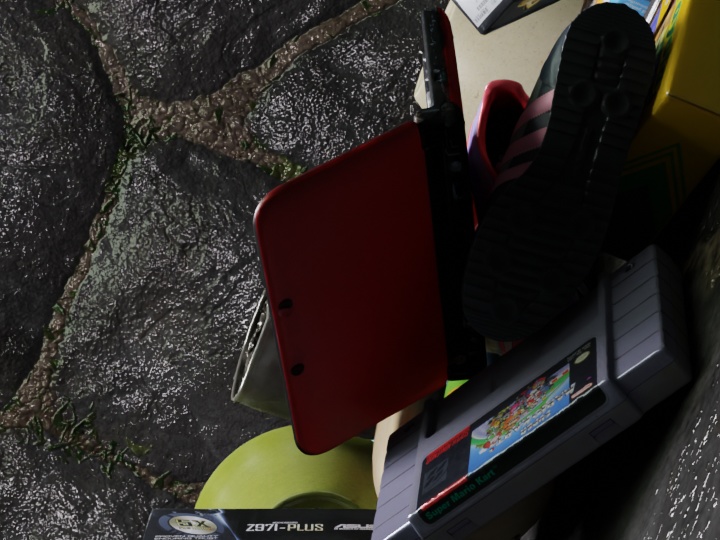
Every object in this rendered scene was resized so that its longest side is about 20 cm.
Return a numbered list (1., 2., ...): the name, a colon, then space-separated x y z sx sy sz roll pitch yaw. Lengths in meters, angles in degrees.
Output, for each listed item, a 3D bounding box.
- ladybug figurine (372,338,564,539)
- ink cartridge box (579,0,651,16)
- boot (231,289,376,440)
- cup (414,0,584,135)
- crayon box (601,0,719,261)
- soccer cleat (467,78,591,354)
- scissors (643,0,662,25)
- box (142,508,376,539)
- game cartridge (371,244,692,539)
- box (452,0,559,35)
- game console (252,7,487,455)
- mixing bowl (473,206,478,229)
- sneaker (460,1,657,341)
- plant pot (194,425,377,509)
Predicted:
1. ladybug figurine: 0.078 0.094 1.174 0.136 0.072 0.200 -15 42 30
2. ink cartridge box: 0.193 -0.178 1.307 0.200 0.068 0.115 120 172 -67
3. boot: 0.016 0.060 1.441 0.073 0.200 0.182 112 177 -49
4. cup: 0.127 -0.159 1.549 0.200 0.143 0.200 -159 90 -86
5. crayon box: 0.189 -0.107 1.126 0.200 0.052 0.126 119 171 -59
6. soccer cleat: 0.100 -0.021 1.137 0.076 0.067 0.200 74 -174 -58
7. scissors: 0.155 -0.112 1.151 0.200 0.014 0.073 117 175 -52
8. box: -0.057 0.260 1.230 0.086 0.164 0.200 -93 3 -79
9. game cartridge: 0.089 0.075 1.034 0.200 0.038 0.130 -38 12 21
10. box: 0.167 -0.252 1.349 0.200 0.046 0.159 -30 -12 -50
11. game console: 0.007 -0.023 1.106 0.172 0.119 0.200 -94 -3 -48
12. mixing bowl: 0.072 0.007 1.349 0.200 0.108 0.200 9 102 48
13. sneaker: 0.112 -0.051 1.088 0.082 0.070 0.200 140 155 -85
14. plant pot: -0.033 0.202 1.373 0.200 0.187 0.187 121 170 -83
